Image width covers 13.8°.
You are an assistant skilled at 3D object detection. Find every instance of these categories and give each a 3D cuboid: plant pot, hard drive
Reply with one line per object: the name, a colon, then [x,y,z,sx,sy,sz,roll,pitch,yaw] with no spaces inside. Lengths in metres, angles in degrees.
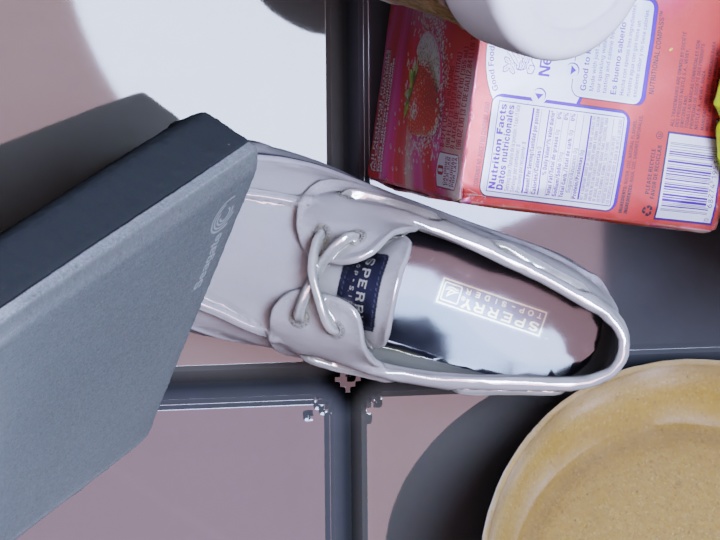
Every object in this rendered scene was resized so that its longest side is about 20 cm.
plant pot: [0.132,0.127,1.052,0.199,0.028,0.201,8,62,-15]
hard drive: [-0.115,0.042,0.934,0.033,0.200,0.140,34,127,14]

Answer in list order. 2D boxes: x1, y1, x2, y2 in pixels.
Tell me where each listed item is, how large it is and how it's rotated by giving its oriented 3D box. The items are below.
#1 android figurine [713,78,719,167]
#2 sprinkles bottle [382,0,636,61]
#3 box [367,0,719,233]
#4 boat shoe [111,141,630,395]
android figurine: [0.183,-0.071,1.029,0.200,0.041,0.182,-57,139,-25]
sprinkles bottle: [0.003,-0.122,0.952,0.068,0.200,0.069,-16,117,-36]
box: [0.074,-0.119,1.017,0.099,0.095,0.201,6,95,-20]
boat shoe: [0.000,0.000,1.033,0.199,0.065,0.074,9,94,-12]
